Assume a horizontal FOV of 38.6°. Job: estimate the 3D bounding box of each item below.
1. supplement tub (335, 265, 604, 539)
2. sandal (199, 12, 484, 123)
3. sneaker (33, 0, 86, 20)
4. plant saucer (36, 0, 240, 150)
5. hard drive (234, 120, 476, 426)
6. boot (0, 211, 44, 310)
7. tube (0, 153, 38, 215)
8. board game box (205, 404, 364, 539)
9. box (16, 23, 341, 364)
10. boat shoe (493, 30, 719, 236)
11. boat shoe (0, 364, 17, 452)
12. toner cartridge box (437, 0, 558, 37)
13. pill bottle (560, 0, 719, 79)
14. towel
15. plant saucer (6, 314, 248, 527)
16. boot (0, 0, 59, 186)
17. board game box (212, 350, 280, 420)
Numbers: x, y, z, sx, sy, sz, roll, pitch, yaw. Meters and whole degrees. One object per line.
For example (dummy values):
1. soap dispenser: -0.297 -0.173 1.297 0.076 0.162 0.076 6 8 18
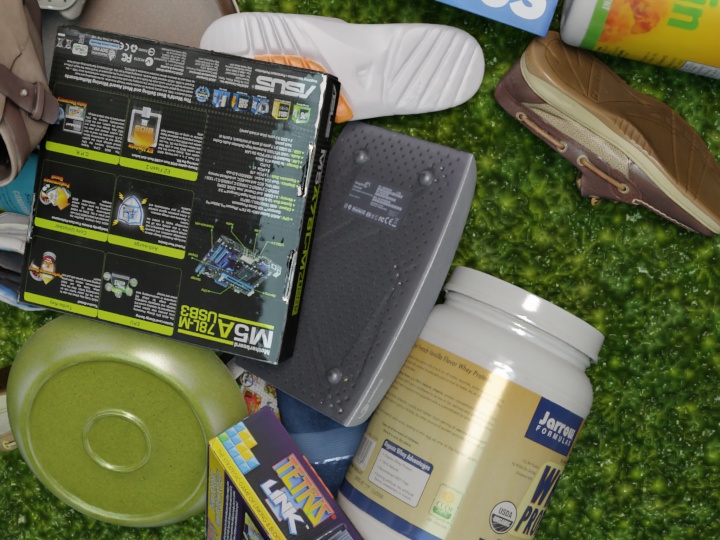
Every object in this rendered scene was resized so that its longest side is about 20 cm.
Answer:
1. supplement tub: 0.081 0.114 0.741 0.142 0.144 0.203 25 87 -1
2. sandal: -0.014 -0.143 0.745 0.202 0.059 0.081 1 101 -6
3. sneaker: -0.196 -0.230 0.712 0.197 0.076 0.093 -19 111 21
4. plant saucer: -0.177 -0.162 0.776 0.196 0.032 0.205 2 106 7
5. hard drive: 0.000 0.000 0.734 0.134 0.042 0.203 21 83 40
6. boot: -0.211 0.012 0.797 0.196 0.096 0.075 15 108 2
7. tube: -0.252 -0.066 0.790 0.196 0.078 0.051 12 67 13
8. board game box: -0.050 0.218 0.760 0.166 0.056 0.201 52 154 22
9. box: -0.125 -0.053 0.703 0.196 0.047 0.197 11 98 11
10. boat shoe: 0.181 -0.085 0.739 0.198 0.073 0.072 33 139 -14
11. boat shoe: -0.226 0.102 0.845 0.196 0.074 0.067 -13 113 17
12. toner cartridge box: 0.044 -0.231 0.672 0.196 0.043 0.097 18 110 1
13. pill bottle: 0.238 -0.183 0.670 0.196 0.111 0.113 13 108 3
14. towel: -0.007 0.137 0.818 0.109 0.049 0.204 -9 107 -9
15. plant saucer: -0.184 0.125 0.793 0.195 0.031 0.204 2 116 5
16. boot: -0.247 -0.155 0.617 0.069 0.148 0.201 -15 141 15
17. board game box: -0.078 0.069 0.818 0.102 0.023 0.204 -5 106 -10
